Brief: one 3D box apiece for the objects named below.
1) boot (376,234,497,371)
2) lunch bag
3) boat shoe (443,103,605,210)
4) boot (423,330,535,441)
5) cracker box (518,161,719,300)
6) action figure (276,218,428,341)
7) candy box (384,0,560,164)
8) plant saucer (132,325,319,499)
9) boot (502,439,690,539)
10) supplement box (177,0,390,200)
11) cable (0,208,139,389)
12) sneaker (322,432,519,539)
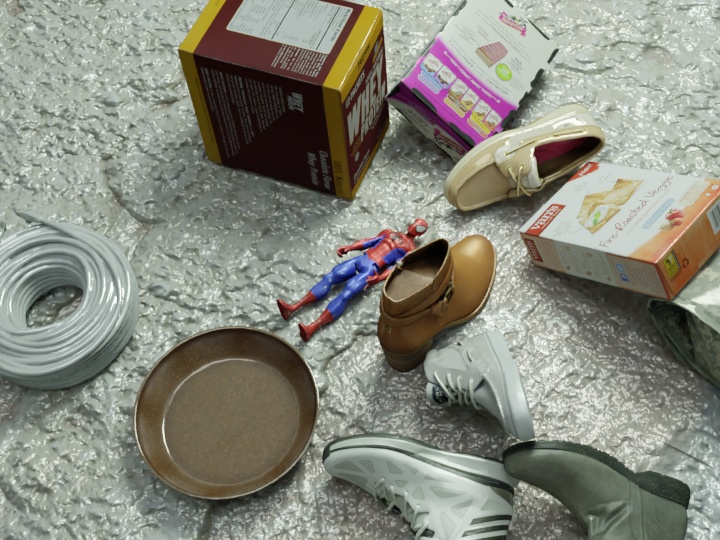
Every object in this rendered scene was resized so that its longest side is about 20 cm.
[{"bbox_3d":[0.088,0.005,1.130,0.074,0.155,0.200,27,64,20],"label":"boot"},{"bbox_3d":[0.421,0.045,1.101,0.164,0.118,0.200,-41,68,-18],"label":"lunch bag"},{"bbox_3d":[0.194,-0.125,1.232,0.200,0.074,0.069,-30,41,2],"label":"boat shoe"},{"bbox_3d":[0.115,0.124,1.065,0.095,0.074,0.200,-15,15,3],"label":"boot"},{"bbox_3d":[0.291,-0.049,1.152,0.134,0.058,0.200,-44,32,-20],"label":"cracker box"},{"bbox_3d":[0.000,0.000,1.207,0.200,0.052,0.065,-35,58,-19],"label":"action figure"},{"bbox_3d":[0.140,-0.245,1.307,0.136,0.061,0.200,41,66,-8],"label":"candy box"},{"bbox_3d":[-0.141,0.154,1.126,0.200,0.037,0.201,-3,58,4],"label":"plant saucer"},{"bbox_3d":[0.225,0.245,0.999,0.199,0.068,0.131,18,59,-6],"label":"boot"},{"bbox_3d":[-0.083,-0.216,1.258,0.199,0.197,0.133,16,59,15],"label":"supplement box"},{"bbox_3d":[-0.353,0.039,1.198,0.199,0.069,0.200,15,61,13],"label":"cable"},{"bbox_3d":[0.051,0.233,1.037,0.200,0.076,0.116,9,57,7],"label":"sneaker"}]
